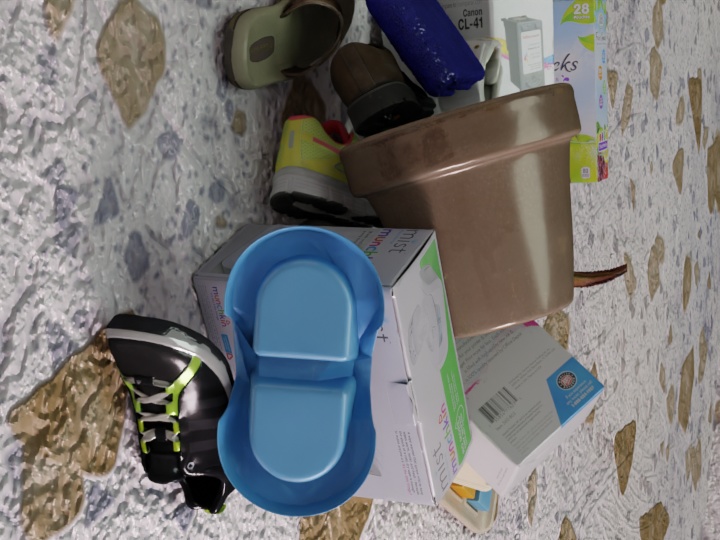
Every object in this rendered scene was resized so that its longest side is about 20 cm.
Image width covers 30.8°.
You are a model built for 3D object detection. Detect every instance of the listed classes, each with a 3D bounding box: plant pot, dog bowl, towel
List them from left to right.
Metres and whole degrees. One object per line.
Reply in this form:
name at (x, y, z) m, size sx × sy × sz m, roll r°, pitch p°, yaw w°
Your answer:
dog bowl at (-0.040, 0.067, 0.917) m, size 0.050 × 0.110 × 0.202 m, roll -67°, pitch 160°, yaw -82°
towel at (0.026, -0.235, 1.142) m, size 0.201 × 0.049 × 0.148 m, roll 54°, pitch 19°, yaw 2°
plant pot at (0.099, -0.043, 1.065) m, size 0.200 × 0.199 × 0.176 m, roll -18°, pitch 93°, yaw -63°

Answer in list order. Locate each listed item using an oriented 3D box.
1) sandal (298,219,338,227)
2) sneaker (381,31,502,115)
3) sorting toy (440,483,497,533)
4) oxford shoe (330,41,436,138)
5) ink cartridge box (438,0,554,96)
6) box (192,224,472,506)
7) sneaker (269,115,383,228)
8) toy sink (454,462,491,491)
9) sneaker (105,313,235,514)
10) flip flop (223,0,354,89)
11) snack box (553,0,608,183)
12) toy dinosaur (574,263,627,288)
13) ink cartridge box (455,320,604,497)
sandal at (0.000, 0.000, 1.193) m, size 0.200 × 0.081 × 0.055 m, roll 47°, pitch 51°, yaw -47°
sneaker at (0.084, -0.214, 1.272) m, size 0.074 × 0.115 × 0.202 m, roll 35°, pitch 44°, yaw -56°
sorting toy at (0.134, 0.198, 1.527) m, size 0.200 × 0.036 × 0.187 m, roll 44°, pitch 52°, yaw -57°
oxford shoe at (0.017, -0.159, 1.134) m, size 0.085 × 0.072 × 0.200 m, roll 62°, pitch 4°, yaw 7°
ink cartridge box at (0.126, -0.211, 1.346) m, size 0.085 × 0.147 × 0.202 m, roll -8°, pitch 99°, yaw -29°
box at (-0.018, 0.074, 1.038) m, size 0.097 × 0.175 × 0.202 m, roll -51°, pitch 135°, yaw -51°
sneaker at (-0.013, -0.086, 1.158) m, size 0.200 × 0.077 × 0.091 m, roll 22°, pitch 65°, yaw -65°
toy sink at (0.095, 0.127, 1.268) m, size 0.201 × 0.111 × 0.131 m, roll 100°, pitch 7°, yaw -58°
sneaker at (-0.126, 0.111, 0.932) m, size 0.201 × 0.071 × 0.083 m, roll 62°, pitch 40°, yaw -46°
flip flop at (-0.048, -0.201, 1.094) m, size 0.200 × 0.057 × 0.082 m, roll -41°, pitch 127°, yaw -57°
snack box at (0.191, -0.200, 1.471) m, size 0.068 × 0.167 × 0.202 m, roll -21°, pitch 109°, yaw -66°
toy dinosaur at (0.171, 0.026, 1.438) m, size 0.182 × 0.199 × 0.106 m, roll 90°, pitch 26°, yaw -69°
ink cartridge box at (0.097, 0.080, 1.139) m, size 0.115 × 0.200 × 0.068 m, roll -36°, pitch 159°, yaw -26°
